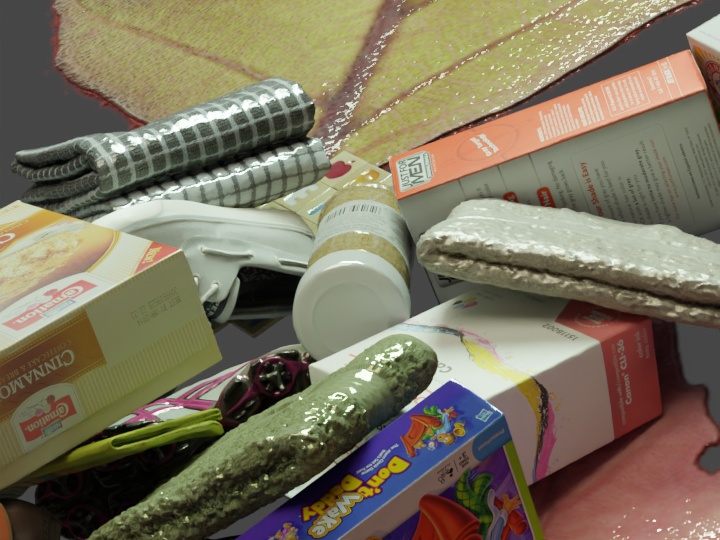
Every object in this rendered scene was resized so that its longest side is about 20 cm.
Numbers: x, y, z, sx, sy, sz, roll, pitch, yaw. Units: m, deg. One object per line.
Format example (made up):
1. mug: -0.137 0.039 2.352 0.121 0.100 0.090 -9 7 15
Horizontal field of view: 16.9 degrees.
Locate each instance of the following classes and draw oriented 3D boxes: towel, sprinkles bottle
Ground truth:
1. towel: -0.170 0.112 1.354 0.200 0.018 0.086 -20 -3 43
2. towel: -0.134 -0.068 1.637 0.166 0.086 0.200 -22 6 -26
3. towel: -0.061 0.103 1.267 0.200 0.036 0.148 -31 2 37
4. sprinkles bottle: 0.000 0.000 1.484 0.068 0.068 0.200 -19 14 9
5. towel: 0.138 -0.007 1.390 0.200 0.034 0.133 11 12 11

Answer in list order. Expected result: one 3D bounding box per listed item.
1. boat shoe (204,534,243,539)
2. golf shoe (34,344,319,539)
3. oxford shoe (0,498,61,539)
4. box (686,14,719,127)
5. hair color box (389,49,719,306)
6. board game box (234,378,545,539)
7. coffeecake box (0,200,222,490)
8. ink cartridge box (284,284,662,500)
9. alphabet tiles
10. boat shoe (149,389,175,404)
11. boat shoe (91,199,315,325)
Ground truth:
1. boat shoe: -0.074 0.175 1.317 0.199 0.075 0.066 -14 30 15
2. golf shoe: -0.099 0.107 1.460 0.200 0.073 0.092 -24 2 3
3. oxford shoe: -0.191 0.219 1.272 0.071 0.200 0.073 6 -3 44
4. box: 0.298 -0.094 1.443 0.101 0.113 0.200 -30 30 -11
5. hair color box: 0.129 -0.051 1.503 0.200 0.102 0.061 -19 30 6
6. board game box: 0.000 0.166 1.217 0.200 0.134 0.045 -36 41 -19
7. coffeecake box: -0.198 0.037 1.359 0.153 0.073 0.200 -30 25 -27
8. ink cartridge box: 0.055 0.074 1.350 0.200 0.068 0.116 -25 28 -29
9. alphabet tiles: -0.062 -0.017 1.672 0.200 0.006 0.166 -35 32 -18
10. boat shoe: -0.157 0.062 1.503 0.063 0.074 0.201 -42 -7 31
11. boat shoe: -0.100 0.005 1.534 0.072 0.200 0.069 -54 54 27
